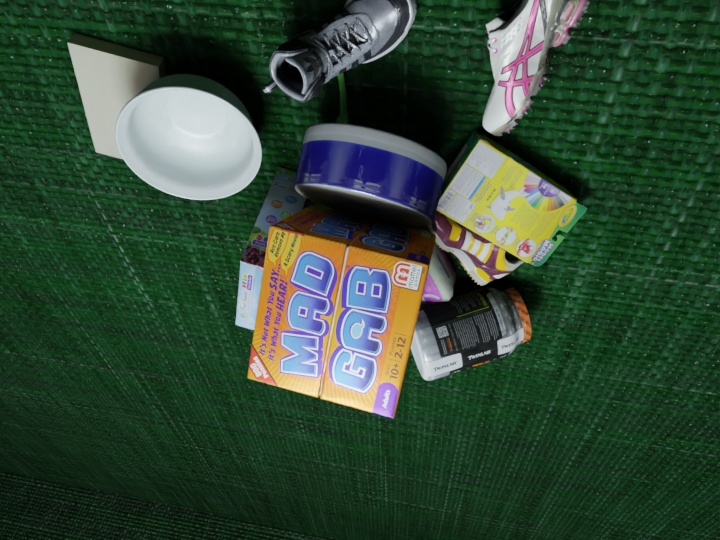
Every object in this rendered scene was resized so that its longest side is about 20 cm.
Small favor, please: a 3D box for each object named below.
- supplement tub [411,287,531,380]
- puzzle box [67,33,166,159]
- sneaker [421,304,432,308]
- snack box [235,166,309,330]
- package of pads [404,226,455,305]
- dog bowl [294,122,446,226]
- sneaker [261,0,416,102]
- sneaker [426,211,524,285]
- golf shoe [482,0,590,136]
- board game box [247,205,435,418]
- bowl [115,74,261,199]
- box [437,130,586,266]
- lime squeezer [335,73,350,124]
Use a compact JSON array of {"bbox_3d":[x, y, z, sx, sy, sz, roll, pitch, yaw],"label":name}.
[{"bbox_3d":[0.185,0.104,1.030,0.196,0.124,0.124,-17,140,-4],"label":"supplement tub"},{"bbox_3d":[-0.350,-0.243,0.894,0.130,0.026,0.201,14,142,-1],"label":"puzzle box"},{"bbox_3d":[0.133,0.083,1.119,0.197,0.066,0.079,22,126,-9],"label":"sneaker"},{"bbox_3d":[-0.136,-0.031,0.943,0.066,0.202,0.170,17,141,-2],"label":"snack box"},{"bbox_3d":[0.052,-0.003,1.027,0.197,0.069,0.155,-9,135,28],"label":"package of pads"},{"bbox_3d":[0.013,-0.124,0.803,0.196,0.080,0.200,14,177,1],"label":"dog bowl"},{"bbox_3d":[-0.029,-0.256,0.693,0.197,0.114,0.076,-16,119,35],"label":"sneaker"},{"bbox_3d":[0.177,-0.058,0.925,0.089,0.076,0.199,-27,133,30],"label":"sneaker"},{"bbox_3d":[0.179,-0.252,0.682,0.091,0.073,0.202,22,132,-1],"label":"golf shoe"},{"bbox_3d":[-0.017,0.043,0.815,0.196,0.200,0.204,13,105,6],"label":"board game box"},{"bbox_3d":[-0.235,-0.201,0.840,0.196,0.092,0.203,-2,144,-1],"label":"bowl"},{"bbox_3d":[0.212,-0.096,0.847,0.198,0.049,0.118,29,115,-14],"label":"box"},{"bbox_3d":[0.011,-0.199,0.835,0.070,0.038,0.200,-42,120,11],"label":"lime squeezer"}]
